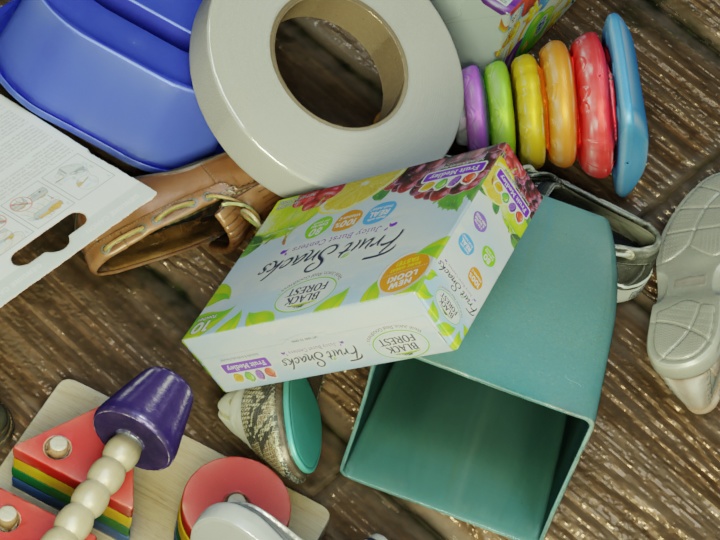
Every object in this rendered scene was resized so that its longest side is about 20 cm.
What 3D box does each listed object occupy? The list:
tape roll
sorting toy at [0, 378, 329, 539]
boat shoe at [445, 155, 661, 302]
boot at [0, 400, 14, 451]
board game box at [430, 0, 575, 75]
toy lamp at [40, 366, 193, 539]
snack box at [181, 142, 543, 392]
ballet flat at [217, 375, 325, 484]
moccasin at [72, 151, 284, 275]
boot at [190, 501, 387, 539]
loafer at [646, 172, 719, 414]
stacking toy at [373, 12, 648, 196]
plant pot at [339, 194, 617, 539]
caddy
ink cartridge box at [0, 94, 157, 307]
[{"bbox_3d":[-0.022,-0.140,1.401,0.202,0.037,0.203,10,66,-24],"label":"tape roll"},{"bbox_3d":[-0.145,0.170,1.234,0.200,0.070,0.199,26,53,8],"label":"sorting toy"},{"bbox_3d":[0.121,-0.046,1.447,0.200,0.064,0.071,21,53,6],"label":"boat shoe"},{"bbox_3d":[-0.312,0.052,1.270,0.200,0.097,0.075,22,53,6],"label":"boot"},{"bbox_3d":[0.117,-0.245,1.567,0.103,0.105,0.200,34,56,13],"label":"board game box"},{"bbox_3d":[-0.160,0.139,1.176,0.058,0.058,0.200,25,55,8],"label":"toy lamp"},{"bbox_3d":[0.000,0.000,1.252,0.053,0.200,0.142,53,47,-25],"label":"snack box"},{"bbox_3d":[-0.055,0.071,1.327,0.075,0.068,0.200,-12,37,20],"label":"ballet flat"},{"bbox_3d":[-0.097,-0.041,1.395,0.201,0.074,0.078,-12,61,-19],"label":"moccasin"},{"bbox_3d":[-0.018,0.190,1.204,0.200,0.073,0.096,54,43,-22],"label":"boot"},{"bbox_3d":[0.249,0.015,1.440,0.072,0.063,0.200,-3,43,29],"label":"loafer"},{"bbox_3d":[0.107,-0.116,1.488,0.200,0.116,0.110,-6,60,2],"label":"stacking toy"},{"bbox_3d":[0.094,0.046,1.332,0.141,0.141,0.200,20,48,4],"label":"plant pot"},{"bbox_3d":[-0.169,-0.147,1.439,0.200,0.105,0.141,29,39,-6],"label":"caddy"},{"bbox_3d":[-0.261,-0.040,1.355,0.200,0.057,0.162,33,54,25],"label":"ink cartridge box"}]
